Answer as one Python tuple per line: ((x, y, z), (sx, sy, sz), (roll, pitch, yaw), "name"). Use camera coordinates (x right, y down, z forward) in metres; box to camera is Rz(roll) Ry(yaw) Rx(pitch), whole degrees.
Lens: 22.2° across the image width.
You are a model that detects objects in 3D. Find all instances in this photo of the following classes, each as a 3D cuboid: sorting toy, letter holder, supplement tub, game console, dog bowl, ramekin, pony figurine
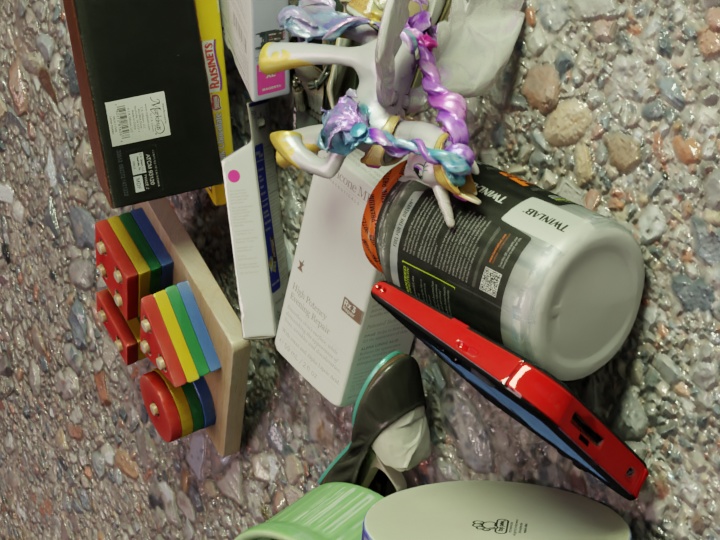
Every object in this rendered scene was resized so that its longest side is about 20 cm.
((-0.181, 0.055, 1.701), (0.199, 0.069, 0.200), (57, 156, 27), "sorting toy")
((-0.195, -0.177, 1.568), (0.142, 0.100, 0.201), (-131, 30, -61), "letter holder")
((0.098, -0.008, 1.336), (0.200, 0.122, 0.123), (28, 121, 44), "supplement tub")
((0.108, 0.088, 1.309), (0.176, 0.200, 0.031), (29, 81, 39), "game console")
((0.098, 0.221, 1.335), (0.200, 0.199, 0.079), (16, 109, 49), "dog bowl")
((-0.010, 0.275, 1.532), (0.199, 0.098, 0.201), (27, 135, 30), "ramekin")
((0.023, -0.142, 1.323), (0.199, 0.166, 0.194), (16, 96, 38), "pony figurine")

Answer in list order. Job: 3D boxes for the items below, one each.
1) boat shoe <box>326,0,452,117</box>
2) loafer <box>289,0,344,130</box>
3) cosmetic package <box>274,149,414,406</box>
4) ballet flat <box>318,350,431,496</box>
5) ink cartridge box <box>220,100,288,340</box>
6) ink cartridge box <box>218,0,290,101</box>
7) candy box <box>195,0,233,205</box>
((0.025, -0.204, 1.420), (0.075, 0.068, 0.201), (36, 126, 41), "boat shoe")
((-0.036, -0.190, 1.506), (0.072, 0.063, 0.201), (40, 129, 39), "loafer")
((0.000, 0.000, 1.505), (0.102, 0.074, 0.201), (39, 130, 38), "cosmetic package")
((0.023, 0.146, 1.529), (0.068, 0.068, 0.200), (47, 144, 20), "ballet flat")
((-0.090, -0.047, 1.595), (0.037, 0.095, 0.201), (-3, 98, 8), "ink cartridge box")
((-0.091, -0.249, 1.483), (0.201, 0.042, 0.120), (89, 161, -49), "ink cartridge box")
((-0.139, -0.168, 1.618), (0.102, 0.026, 0.201), (-119, 22, -56), "candy box")
